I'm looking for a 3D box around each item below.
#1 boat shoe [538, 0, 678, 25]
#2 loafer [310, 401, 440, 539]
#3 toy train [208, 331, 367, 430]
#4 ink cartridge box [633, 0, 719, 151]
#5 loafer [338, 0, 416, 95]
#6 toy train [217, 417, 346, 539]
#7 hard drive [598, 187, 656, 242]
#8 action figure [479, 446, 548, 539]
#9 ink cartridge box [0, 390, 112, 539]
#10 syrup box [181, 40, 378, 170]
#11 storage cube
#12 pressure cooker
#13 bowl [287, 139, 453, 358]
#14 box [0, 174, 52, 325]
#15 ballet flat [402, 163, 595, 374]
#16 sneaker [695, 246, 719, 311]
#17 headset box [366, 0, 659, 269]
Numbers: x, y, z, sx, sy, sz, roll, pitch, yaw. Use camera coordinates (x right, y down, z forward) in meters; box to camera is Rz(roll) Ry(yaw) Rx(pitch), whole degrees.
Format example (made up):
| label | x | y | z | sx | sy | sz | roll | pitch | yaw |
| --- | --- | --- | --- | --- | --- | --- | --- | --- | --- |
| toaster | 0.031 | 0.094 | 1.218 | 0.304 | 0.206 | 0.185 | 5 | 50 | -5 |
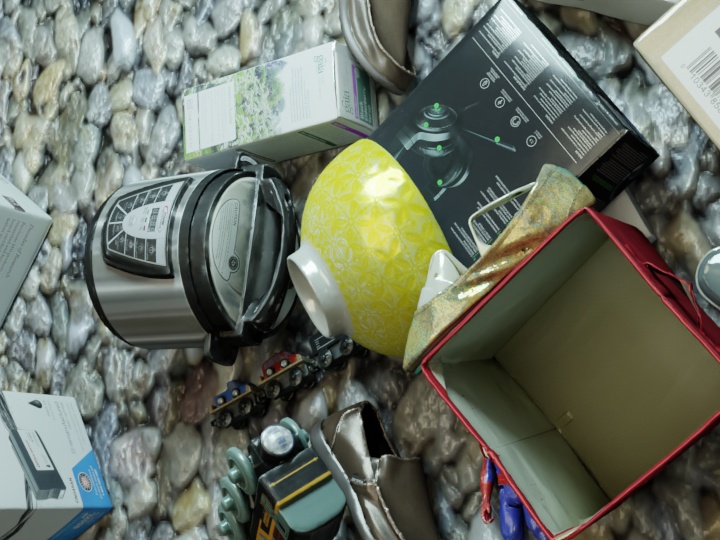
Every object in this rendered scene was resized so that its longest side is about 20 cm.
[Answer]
| label | x | y | z | sx | sy | sz | roll | pitch | yaw |
| --- | --- | --- | --- | --- | --- | --- | --- | --- | --- |
| boat shoe | 0.215 | -0.268 | 1.021 | 0.198 | 0.072 | 0.069 | 23 | 91 | 41 |
| loafer | 0.027 | 0.198 | 1.033 | 0.071 | 0.073 | 0.201 | -47 | 61 | 16 |
| toy train | -0.077 | 0.103 | 1.150 | 0.199 | 0.034 | 0.046 | -32 | 62 | 23 |
| ink cartridge box | 0.339 | -0.153 | 0.896 | 0.164 | 0.075 | 0.201 | -42 | 70 | 20 |
| loafer | 0.018 | -0.269 | 1.136 | 0.070 | 0.073 | 0.203 | -27 | 68 | 26 |
| toy train | -0.072 | 0.222 | 1.051 | 0.114 | 0.084 | 0.201 | 51 | 149 | 26 |
| hard drive | 0.149 | -0.029 | 1.036 | 0.199 | 0.027 | 0.133 | -36 | 64 | 22 |
| action figure | 0.137 | 0.199 | 0.990 | 0.065 | 0.051 | 0.203 | -23 | 67 | 31 |
| ink cartridge box | -0.378 | 0.209 | 1.222 | 0.084 | 0.199 | 0.146 | -37 | 64 | 21 |
| syrup box | -0.084 | -0.161 | 1.176 | 0.197 | 0.081 | 0.080 | -11 | 77 | 30 |
| storage cube | 0.186 | 0.078 | 0.887 | 0.200 | 0.179 | 0.172 | -44 | 71 | 17 |
| pressure cooker | -0.149 | -0.013 | 1.137 | 0.197 | 0.179 | 0.179 | -3 | 114 | 31 |
| bowl | 0.000 | 0.000 | 1.008 | 0.107 | 0.201 | 0.201 | -28 | 62 | -14 |
| box | -0.512 | -0.033 | 1.395 | 0.198 | 0.130 | 0.202 | 34 | 98 | 32 |
| ballet flat | 0.095 | -0.005 | 0.901 | 0.200 | 0.071 | 0.071 | -43 | 62 | 8 |
| sneaker | 0.333 | 0.016 | 0.854 | 0.198 | 0.120 | 0.085 | 13 | 88 | 34 |
| headset box | 0.121 | -0.098 | 0.995 | 0.200 | 0.092 | 0.175 | -45 | 61 | 17 |
